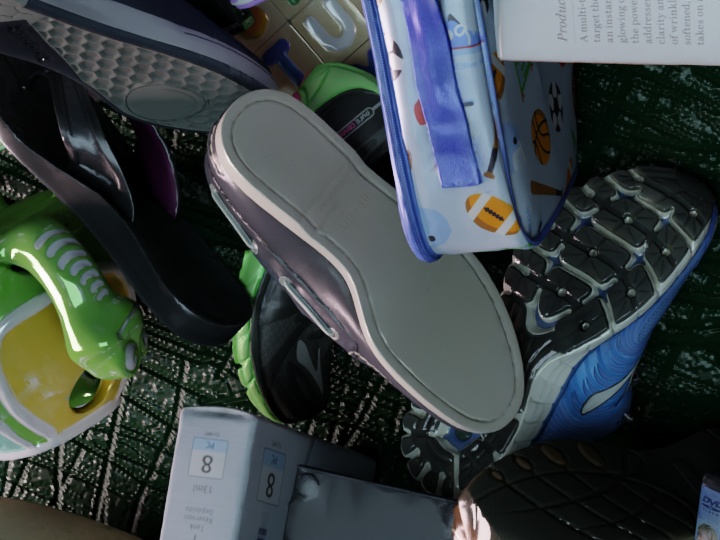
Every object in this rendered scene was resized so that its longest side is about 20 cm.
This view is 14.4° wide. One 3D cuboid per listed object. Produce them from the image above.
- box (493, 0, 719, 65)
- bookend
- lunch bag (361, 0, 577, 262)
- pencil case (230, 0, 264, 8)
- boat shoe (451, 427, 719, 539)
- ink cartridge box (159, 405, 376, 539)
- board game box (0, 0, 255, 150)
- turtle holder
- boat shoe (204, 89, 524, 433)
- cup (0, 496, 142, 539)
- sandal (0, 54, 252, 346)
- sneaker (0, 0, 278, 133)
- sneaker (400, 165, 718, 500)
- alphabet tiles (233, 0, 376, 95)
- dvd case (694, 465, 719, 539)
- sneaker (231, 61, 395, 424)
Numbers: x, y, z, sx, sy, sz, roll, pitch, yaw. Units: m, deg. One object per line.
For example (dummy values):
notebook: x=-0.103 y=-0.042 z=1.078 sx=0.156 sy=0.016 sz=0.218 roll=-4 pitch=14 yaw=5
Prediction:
box: x=0.172 y=-0.160 z=1.260 sx=0.199 sy=0.152 sz=0.107 roll=3 pitch=112 yaw=20
bookend: x=0.019 y=0.201 z=1.453 sx=0.092 sy=0.199 sz=0.201 roll=12 pitch=93 yaw=16
lunch bag: x=0.046 y=-0.112 z=1.314 sx=0.075 sy=0.160 sz=0.201 roll=-6 pitch=109 yaw=19
pencil case: x=-0.065 y=-0.225 z=1.358 sx=0.085 sy=0.084 sz=0.201 roll=-26 pitch=101 yaw=4
boat shoe: x=0.131 y=0.129 z=1.375 sx=0.076 sy=0.199 sz=0.074 roll=57 pitch=136 yaw=39
ink cartridge box: x=-0.054 y=0.178 z=1.424 sx=0.047 sy=0.160 sz=0.201 roll=4 pitch=80 yaw=22
board game box: x=-0.160 y=-0.131 z=1.458 sx=0.199 sy=0.023 sz=0.105 roll=-23 pitch=103 yaw=25
turtle holder: x=-0.168 y=0.019 z=1.456 sx=0.185 sy=0.141 sz=0.132 roll=-19 pitch=102 yaw=30
boat shoe: x=0.000 y=0.000 z=1.366 sx=0.200 sy=0.073 sz=0.063 roll=48 pitch=153 yaw=-3
cup: x=-0.139 y=0.220 z=1.514 sx=0.142 sy=0.200 sz=0.201 roll=1 pitch=112 yaw=-3
sandal: x=-0.117 y=-0.051 z=1.406 sx=0.201 sy=0.075 sz=0.048 roll=48 pitch=118 yaw=12
sneaker: x=-0.117 y=-0.159 z=1.379 sx=0.202 sy=0.147 sz=0.077 roll=24 pitch=146 yaw=-36
sneaker: x=0.106 y=0.033 z=1.408 sx=0.200 sy=0.089 sz=0.079 roll=-50 pitch=59 yaw=12
alphabet tiles: x=-0.046 y=-0.160 z=1.421 sx=0.166 sy=0.006 sz=0.200 roll=-40 pitch=93 yaw=28
dvd case: x=0.203 y=0.170 z=1.385 sx=0.018 sy=0.142 sz=0.201 roll=23 pitch=119 yaw=39
sneaker: x=-0.013 y=-0.004 z=1.429 sx=0.083 sy=0.077 sz=0.201 roll=18 pitch=120 yaw=10
